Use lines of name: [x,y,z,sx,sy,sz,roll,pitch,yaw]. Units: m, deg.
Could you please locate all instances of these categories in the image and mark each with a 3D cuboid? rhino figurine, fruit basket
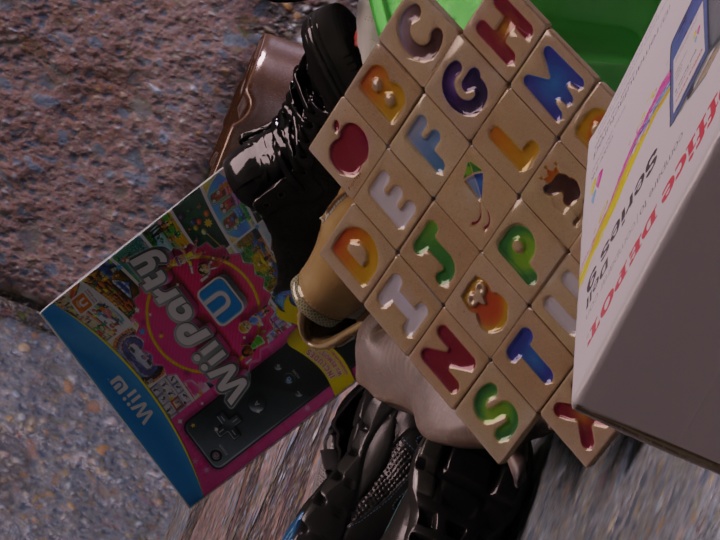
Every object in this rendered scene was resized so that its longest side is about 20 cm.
rhino figurine: [0.060,0.051,1.388,0.087,0.060,0.200,-31,24,-13]
fruit basket: [0.103,-0.099,1.358,0.155,0.215,0.216,-35,26,38]

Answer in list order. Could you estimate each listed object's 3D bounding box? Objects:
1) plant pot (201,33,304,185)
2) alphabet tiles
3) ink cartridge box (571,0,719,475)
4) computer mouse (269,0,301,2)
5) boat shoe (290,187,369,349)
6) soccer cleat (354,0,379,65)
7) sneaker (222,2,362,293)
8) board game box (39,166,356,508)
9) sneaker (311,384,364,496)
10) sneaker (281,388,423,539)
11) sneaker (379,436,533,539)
plant pot: [0.003,-0.042,1.791,0.200,0.197,0.201,-158,90,-85]
alphabet tiles: [0.061,-0.020,1.249,0.006,0.200,0.167,-13,-35,-49]
ink cartridge box: [0.140,-0.042,0.991,0.200,0.087,0.146,-81,14,-59]
computer mouse: [0.033,-0.194,1.425,0.200,0.140,0.046,-35,71,45]
boat shoe: [0.000,0.000,1.504,0.076,0.072,0.200,-36,-16,-16]
soccer cleat: [0.064,-0.063,1.461,0.069,0.201,0.077,-33,15,-25]
sneaker: [-0.028,-0.062,1.552,0.200,0.104,0.060,60,-164,-56]
board game box: [-0.061,0.019,1.686,0.200,0.148,0.064,-38,2,10]
sneaker: [0.002,0.102,1.731,0.082,0.075,0.200,-22,-25,-33]
sneaker: [0.032,0.095,1.530,0.201,0.082,0.073,-61,3,-1]
sneaker: [0.032,0.164,1.435,0.201,0.075,0.079,-60,-9,-23]
